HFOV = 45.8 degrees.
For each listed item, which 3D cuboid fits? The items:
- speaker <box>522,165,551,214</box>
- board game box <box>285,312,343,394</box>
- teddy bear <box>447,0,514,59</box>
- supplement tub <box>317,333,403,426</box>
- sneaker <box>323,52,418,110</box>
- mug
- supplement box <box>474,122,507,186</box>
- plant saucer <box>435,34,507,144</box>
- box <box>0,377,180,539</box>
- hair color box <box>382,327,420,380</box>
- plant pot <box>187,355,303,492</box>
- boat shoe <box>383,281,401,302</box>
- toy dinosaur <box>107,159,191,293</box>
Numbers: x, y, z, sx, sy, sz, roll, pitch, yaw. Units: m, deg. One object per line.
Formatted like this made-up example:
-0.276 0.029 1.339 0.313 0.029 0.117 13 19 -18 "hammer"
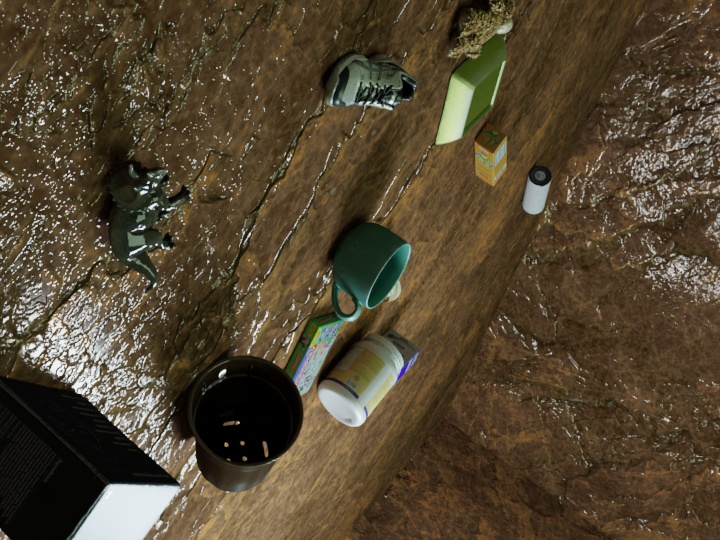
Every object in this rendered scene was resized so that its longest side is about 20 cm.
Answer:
0.611 -0.276 2.951 0.082 0.081 0.201 -51 161 -17 "speaker"
-0.113 0.191 1.863 0.202 0.029 0.134 -63 163 17 "board game box"
0.236 -0.466 1.626 0.199 0.066 0.146 -27 148 -58 "teddy bear"
0.003 0.270 2.121 0.200 0.144 0.146 -47 160 -30 "supplement tub"
0.022 -0.287 1.318 0.199 0.087 0.076 -33 153 -50 "sneaker"
0.004 -0.010 1.698 0.185 0.114 0.153 -43 158 -37 "mug"
0.335 -0.296 2.191 0.069 0.066 0.200 -50 161 -11 "supplement box"
0.248 -0.382 1.834 0.200 0.048 0.201 -46 159 -34 "plant saucer"
-0.353 0.243 1.019 0.125 0.195 0.200 -55 162 -5 "box"
0.065 0.254 2.324 0.200 0.109 0.065 -40 156 -43 "hair color box"
-0.214 0.287 1.516 0.200 0.199 0.199 -45 167 -34 "plant pot"
0.050 0.022 1.968 0.066 0.074 0.201 -37 155 -18 "boat shoe"
-0.259 -0.061 0.996 0.101 0.077 0.202 -19 145 -45 "toy dinosaur"
